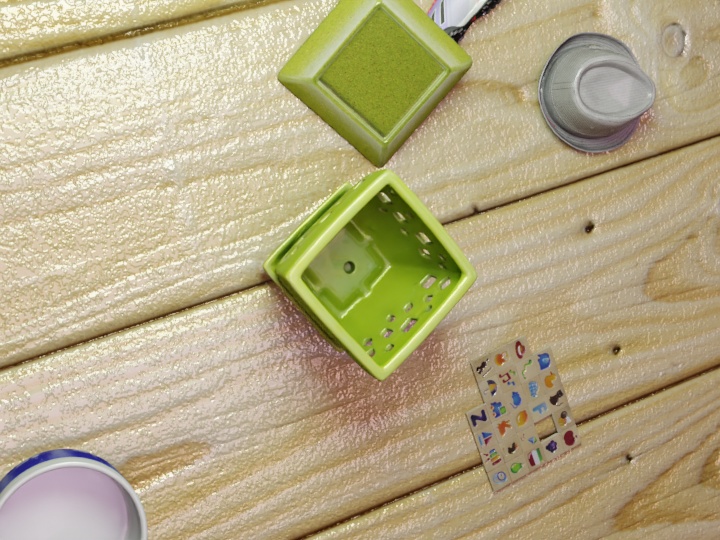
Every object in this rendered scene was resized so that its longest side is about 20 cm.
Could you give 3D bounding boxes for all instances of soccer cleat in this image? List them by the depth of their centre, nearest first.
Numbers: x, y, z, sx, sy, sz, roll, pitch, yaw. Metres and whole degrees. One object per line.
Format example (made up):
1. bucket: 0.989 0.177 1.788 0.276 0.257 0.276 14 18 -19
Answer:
1. soccer cleat: 0.127 -0.365 1.584 0.200 0.068 0.073 -45 80 -4

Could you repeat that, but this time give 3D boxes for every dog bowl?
1. dog bowl: -0.375 0.331 1.430 0.198 0.079 0.202 -2 95 -22

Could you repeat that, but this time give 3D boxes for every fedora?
1. fedora: 0.362 -0.264 1.666 0.198 0.090 0.179 10 92 -23

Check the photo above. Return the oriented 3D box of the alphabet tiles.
1. alphabet tiles: 0.238 0.208 1.707 0.166 0.008 0.202 -25 103 -18

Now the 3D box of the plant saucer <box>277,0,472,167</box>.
1. plant saucer: 0.026 -0.266 1.519 0.200 0.048 0.200 39 99 -21

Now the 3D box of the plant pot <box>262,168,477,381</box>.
1. plant pot: 0.000 0.000 1.496 0.199 0.181 0.200 -46 109 -13
